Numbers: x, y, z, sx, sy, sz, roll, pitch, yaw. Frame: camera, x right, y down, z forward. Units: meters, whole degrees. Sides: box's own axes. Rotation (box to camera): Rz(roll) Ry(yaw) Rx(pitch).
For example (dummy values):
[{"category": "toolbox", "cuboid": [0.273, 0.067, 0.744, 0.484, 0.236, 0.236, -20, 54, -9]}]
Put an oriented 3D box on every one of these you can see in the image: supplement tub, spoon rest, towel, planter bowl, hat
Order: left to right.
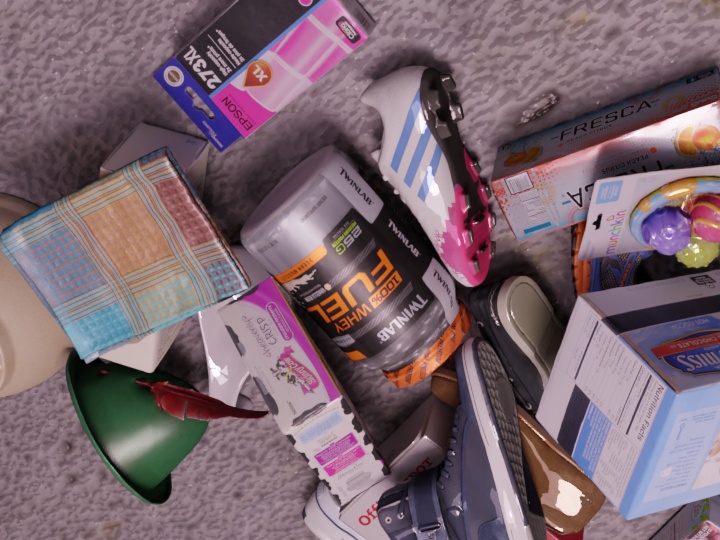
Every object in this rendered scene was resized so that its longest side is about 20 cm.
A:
[{"category": "planter bowl", "cuboid": [-0.370, 0.044, 1.237, 0.197, 0.135, 0.203, 6, 121, 11]}, {"category": "towel", "cuboid": [-0.209, -0.009, 1.108, 0.198, 0.022, 0.148, -22, 111, 26]}, {"category": "hat", "cuboid": [-0.164, 0.116, 1.230, 0.175, 0.166, 0.201, -33, 63, 7]}, {"category": "spoon rest", "cuboid": [-0.117, 0.065, 1.224, 0.098, 0.061, 0.202, 15, 123, 6]}, {"category": "supplement tub", "cuboid": [0.000, 0.000, 1.118, 0.122, 0.123, 0.200, -36, 105, 29]}]

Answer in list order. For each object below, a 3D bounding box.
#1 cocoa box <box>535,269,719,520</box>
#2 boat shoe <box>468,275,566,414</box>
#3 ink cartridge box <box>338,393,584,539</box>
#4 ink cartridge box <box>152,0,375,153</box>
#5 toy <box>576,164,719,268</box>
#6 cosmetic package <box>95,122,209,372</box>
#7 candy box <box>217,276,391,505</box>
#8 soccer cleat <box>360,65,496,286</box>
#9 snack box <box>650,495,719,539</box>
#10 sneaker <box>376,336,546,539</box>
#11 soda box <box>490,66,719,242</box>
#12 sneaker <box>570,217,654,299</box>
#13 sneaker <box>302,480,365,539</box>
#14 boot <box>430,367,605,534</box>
[{"category": "cocoa box", "cuboid": [0.271, 0.096, 1.039, 0.198, 0.131, 0.135, -8, 127, -30]}, {"category": "boat shoe", "cuboid": [0.156, 0.086, 1.160, 0.066, 0.075, 0.200, 0, 138, 44]}, {"category": "ink cartridge box", "cuboid": [0.100, 0.238, 1.251, 0.199, 0.083, 0.147, 38, 121, -8]}, {"category": "ink cartridge box", "cuboid": [-0.089, -0.184, 1.089, 0.199, 0.037, 0.095, -34, 106, 31]}, {"category": "toy", "cuboid": [0.279, -0.037, 1.008, 0.197, 0.048, 0.116, -10, 148, -5]}, {"category": "cosmetic package", "cuboid": [-0.198, -0.020, 1.171, 0.070, 0.106, 0.202, 16, 121, 6]}, {"category": "candy box", "cuboid": [-0.046, 0.112, 1.135, 0.061, 0.137, 0.200, -31, 150, -2]}, {"category": "soccer cleat", "cuboid": [0.058, -0.080, 1.096, 0.085, 0.070, 0.202, -3, 115, 31]}, {"category": "snack box", "cuboid": [0.375, 0.320, 1.244, 0.199, 0.053, 0.143, 32, 123, -5]}, {"category": "sneaker", "cuboid": [0.073, 0.167, 1.131, 0.144, 0.077, 0.205, -10, 99, 24]}, {"category": "soda box", "cuboid": [0.208, -0.093, 1.039, 0.198, 0.069, 0.064, -18, 116, 24]}, {"category": "sneaker", "cuboid": [0.231, 0.045, 1.113, 0.077, 0.076, 0.202, -5, 120, 14]}, {"category": "sneaker", "cuboid": [0.026, 0.291, 1.319, 0.200, 0.073, 0.071, 43, 131, -1]}, {"category": "boot", "cuboid": [0.136, 0.165, 1.172, 0.199, 0.074, 0.076, 36, 83, 12]}]
